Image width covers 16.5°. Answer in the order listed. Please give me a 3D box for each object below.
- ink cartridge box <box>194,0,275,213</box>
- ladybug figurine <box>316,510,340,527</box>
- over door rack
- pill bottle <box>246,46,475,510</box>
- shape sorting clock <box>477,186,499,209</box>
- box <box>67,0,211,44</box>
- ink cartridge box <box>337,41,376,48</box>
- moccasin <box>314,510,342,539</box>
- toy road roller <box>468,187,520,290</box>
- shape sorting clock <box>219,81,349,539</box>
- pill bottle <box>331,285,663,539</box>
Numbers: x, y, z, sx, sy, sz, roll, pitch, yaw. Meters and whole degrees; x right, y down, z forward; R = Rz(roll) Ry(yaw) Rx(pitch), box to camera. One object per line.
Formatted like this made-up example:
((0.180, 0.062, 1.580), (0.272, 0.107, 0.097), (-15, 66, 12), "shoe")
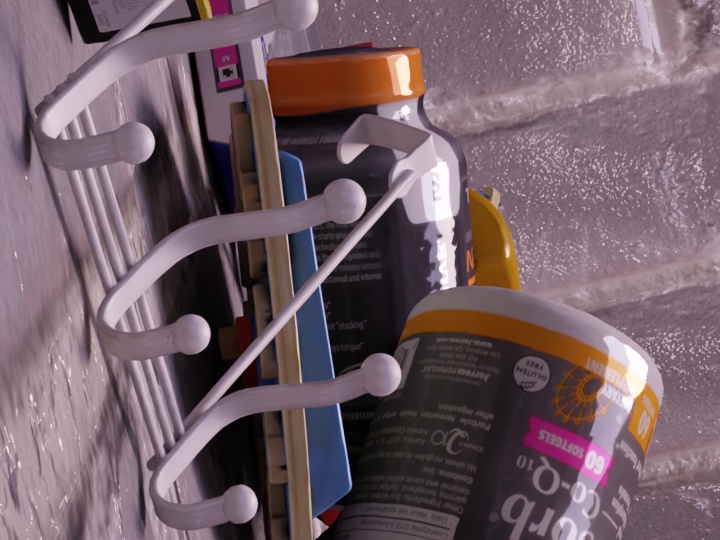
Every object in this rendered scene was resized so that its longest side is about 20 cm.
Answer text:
((-0.060, -0.087, 1.256), (0.095, 0.037, 0.201), (76, 0, -58), "ink cartridge box")
((-0.004, 0.080, 1.319), (0.200, 0.071, 0.136), (74, 4, -56), "ladybug figurine")
((-0.020, -0.040, 0.762), (0.200, 0.066, 0.148), (-61, 148, -45), "over door rack")
((0.000, 0.000, 1.128), (0.106, 0.105, 0.202), (-87, 173, -82), "pill bottle")
((0.048, 0.024, 1.867), (0.039, 0.200, 0.200), (35, 12, -10), "shape sorting clock")
((-0.094, -0.199, 0.784), (0.160, 0.049, 0.201), (72, 7, -58), "box")
((-0.010, -0.082, 1.926), (0.200, 0.084, 0.147), (-99, 177, -74), "ink cartridge box")
((0.007, 0.151, 1.155), (0.201, 0.073, 0.078), (-67, 146, -79), "moccasin")
((0.020, -0.028, 1.573), (0.123, 0.145, 0.201), (75, 4, -66), "toy road roller")
((-0.036, 0.026, 0.989), (0.200, 0.039, 0.202), (171, -90, -85), "shape sorting clock")
((0.045, 0.117, 1.020), (0.117, 0.116, 0.201), (73, 33, -67), "pill bottle")
